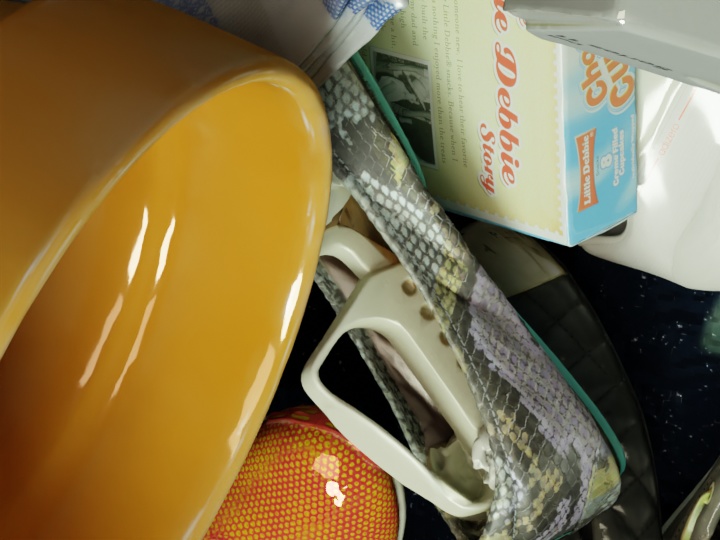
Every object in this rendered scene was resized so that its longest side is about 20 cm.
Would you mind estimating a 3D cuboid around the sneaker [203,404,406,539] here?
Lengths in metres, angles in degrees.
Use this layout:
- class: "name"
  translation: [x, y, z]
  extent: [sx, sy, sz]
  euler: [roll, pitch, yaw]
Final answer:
- class: "sneaker"
  translation: [-0.050, 0.118, 0.863]
  extent: [0.073, 0.077, 0.200]
  euler: [39, 126, 2]

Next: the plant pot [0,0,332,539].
- class: "plant pot"
  translation: [-0.135, 0.002, 0.704]
  extent: [0.183, 0.200, 0.201]
  euler: [26, 112, 17]

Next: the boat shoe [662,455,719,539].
- class: "boat shoe"
  translation: [0.129, 0.095, 0.854]
  extent: [0.072, 0.060, 0.202]
  euler: [25, 111, 4]

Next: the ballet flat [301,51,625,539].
- class: "ballet flat"
  translation: [0.000, 0.000, 0.796]
  extent: [0.072, 0.072, 0.201]
  euler: [-35, 89, 21]

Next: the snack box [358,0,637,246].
- class: "snack box"
  translation: [0.024, -0.115, 0.792]
  extent: [0.116, 0.037, 0.201]
  euler: [19, 122, 40]

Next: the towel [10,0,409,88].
- class: "towel"
  translation: [-0.078, -0.081, 0.794]
  extent: [0.200, 0.024, 0.147]
  euler: [-43, 69, 39]

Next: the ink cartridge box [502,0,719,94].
- class: "ink cartridge box"
  translation: [0.139, -0.140, 0.714]
  extent: [0.146, 0.083, 0.201]
  euler: [14, 93, -18]

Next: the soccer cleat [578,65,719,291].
- class: "soccer cleat"
  translation: [0.097, -0.089, 0.806]
  extent: [0.077, 0.069, 0.201]
  euler: [4, 110, 17]

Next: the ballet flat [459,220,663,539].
- class: "ballet flat"
  translation: [0.060, 0.081, 0.848]
  extent: [0.066, 0.057, 0.201]
  euler: [-25, 78, 57]
